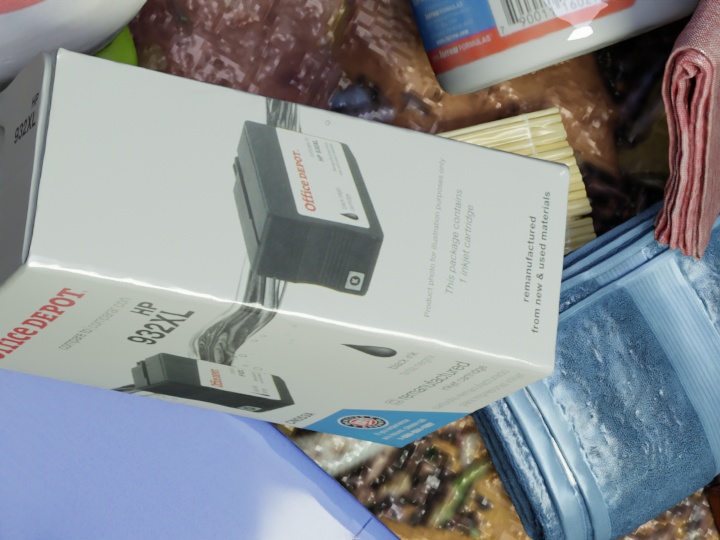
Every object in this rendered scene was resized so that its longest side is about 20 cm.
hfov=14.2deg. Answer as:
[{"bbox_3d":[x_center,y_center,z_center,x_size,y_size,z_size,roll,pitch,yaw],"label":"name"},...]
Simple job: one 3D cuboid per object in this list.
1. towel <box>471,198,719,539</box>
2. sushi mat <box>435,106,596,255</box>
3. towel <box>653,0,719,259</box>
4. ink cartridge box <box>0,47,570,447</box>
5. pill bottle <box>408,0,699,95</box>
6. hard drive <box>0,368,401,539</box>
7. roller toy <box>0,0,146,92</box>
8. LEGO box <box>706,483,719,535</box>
[{"bbox_3d":[0.137,0.026,1.169,0.200,0.049,0.112,-30,98,-18],"label":"towel"},{"bbox_3d":[0.000,0.000,1.168,0.199,0.012,0.096,-13,91,-12],"label":"sushi mat"},{"bbox_3d":[0.156,-0.121,1.120,0.023,0.144,0.200,18,62,13],"label":"towel"},{"bbox_3d":[-0.044,-0.003,1.058,0.199,0.145,0.084,12,72,-20],"label":"ink cartridge box"},{"bbox_3d":[0.052,-0.179,1.138,0.112,0.112,0.201,-19,91,-12],"label":"pill bottle"},{"bbox_3d":[-0.099,0.091,1.130,0.200,0.025,0.132,42,88,-8],"label":"hard drive"},{"bbox_3d":[-0.157,-0.155,1.077,0.199,0.140,0.183,21,83,-10],"label":"roller toy"},{"bbox_3d":[0.243,0.098,1.122,0.149,0.200,0.077,-21,93,-13],"label":"LEGO box"}]
